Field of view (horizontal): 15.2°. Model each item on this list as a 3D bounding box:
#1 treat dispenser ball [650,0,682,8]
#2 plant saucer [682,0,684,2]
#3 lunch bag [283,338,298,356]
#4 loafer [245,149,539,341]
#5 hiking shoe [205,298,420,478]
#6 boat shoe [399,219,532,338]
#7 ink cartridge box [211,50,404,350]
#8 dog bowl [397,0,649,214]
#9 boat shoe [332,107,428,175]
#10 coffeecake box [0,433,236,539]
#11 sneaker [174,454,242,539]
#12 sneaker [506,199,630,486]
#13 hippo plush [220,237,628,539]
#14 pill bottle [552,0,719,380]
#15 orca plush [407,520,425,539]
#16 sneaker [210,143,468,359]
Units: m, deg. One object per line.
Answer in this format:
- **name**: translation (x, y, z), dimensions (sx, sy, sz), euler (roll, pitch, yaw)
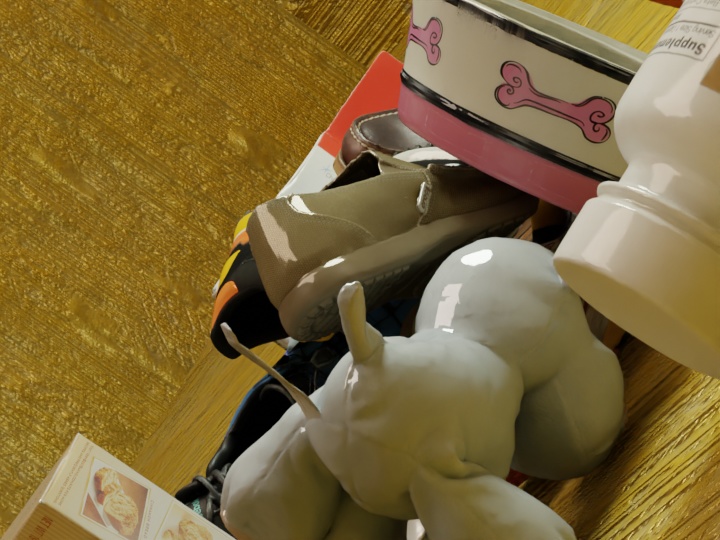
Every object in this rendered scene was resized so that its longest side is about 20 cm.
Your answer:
- **treat dispenser ball**: translation (0.192, -0.244, 1.484), dimensions (0.201, 0.201, 0.201), euler (-54, 6, 8)
- **plant saucer**: translation (0.240, -0.185, 1.305), dimensions (0.200, 0.037, 0.201), euler (-36, 36, 31)
- **lunch bag**: translation (0.064, -0.014, 1.628), dimensions (0.200, 0.127, 0.170), euler (-34, -21, -54)
- **loafer**: translation (0.017, -0.025, 1.290), dimensions (0.076, 0.067, 0.200), euler (-40, -10, 31)
- **hiking shoe**: translation (-0.011, 0.063, 1.498), dimensions (0.200, 0.074, 0.087), euler (-57, -19, 7)
- **boat shoe**: translation (0.114, -0.003, 1.470), dimensions (0.200, 0.072, 0.068), euler (-48, 35, -2)
- **ink cartridge box**: translation (0.023, -0.020, 1.757), dimensions (0.200, 0.162, 0.057), euler (-55, 6, -2)
- **dog bowl**: translation (0.106, -0.076, 1.320), dimensions (0.200, 0.200, 0.074), euler (-88, 20, -79)
- **boat shoe**: translation (0.081, -0.076, 1.502), dimensions (0.070, 0.200, 0.070), euler (57, 138, 42)
- **coffeecake box**: translation (-0.106, 0.204, 1.354), dimensions (0.154, 0.200, 0.073), euler (-52, 7, 27)
- **sneaker**: translation (-0.047, 0.127, 1.378), dimensions (0.200, 0.079, 0.075), euler (-53, 31, 21)
- **sneaker**: translation (0.083, 0.037, 1.356), dimensions (0.078, 0.082, 0.200), euler (-47, 10, 53)
- **hippo plush**: translation (0.031, 0.061, 1.213), dimensions (0.159, 0.200, 0.161), euler (-18, 22, 43)
- **pill bottle**: translation (0.167, -0.062, 1.081), dimensions (0.200, 0.114, 0.114), euler (-56, 6, -8)
- **orca plush**: translation (0.002, 0.161, 1.426), dimensions (0.200, 0.071, 0.105), euler (-33, 45, 45)
- **sneaker**: translation (0.000, 0.000, 1.435), dimensions (0.200, 0.070, 0.090), euler (-17, 41, 42)
